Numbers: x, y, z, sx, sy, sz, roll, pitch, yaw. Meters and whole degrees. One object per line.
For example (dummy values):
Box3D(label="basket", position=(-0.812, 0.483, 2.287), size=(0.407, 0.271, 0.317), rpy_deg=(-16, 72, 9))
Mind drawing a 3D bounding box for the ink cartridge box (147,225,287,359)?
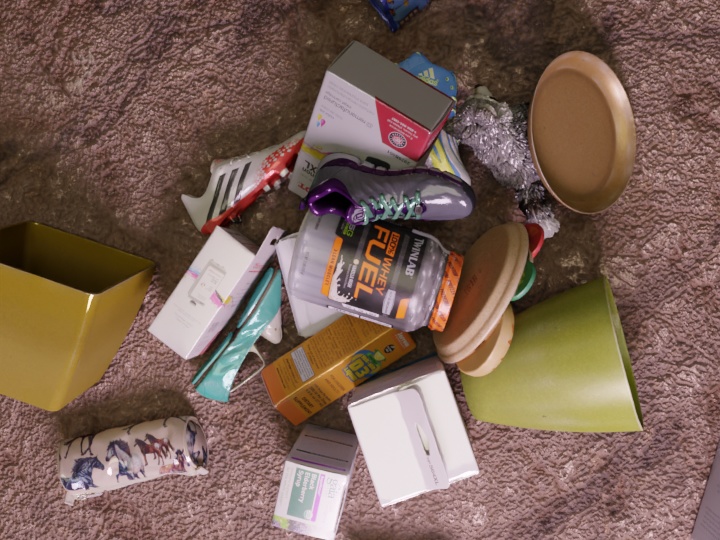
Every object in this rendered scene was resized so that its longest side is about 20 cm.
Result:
Box3D(label="ink cartridge box", position=(-0.182, 0.011, 1.069), size=(0.067, 0.116, 0.201), rpy_deg=(35, 92, 4))

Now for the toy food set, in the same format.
Box3D(label="toy food set", position=(0.155, 0.027, 1.005), size=(0.048, 0.200, 0.200), rpy_deg=(28, 87, -11))

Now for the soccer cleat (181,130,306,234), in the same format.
Box3D(label="soccer cleat", position=(-0.153, -0.130, 1.092), size=(0.199, 0.069, 0.085), rpy_deg=(-41, 88, 7))

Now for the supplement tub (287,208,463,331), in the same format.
Box3D(label="supplement tub", position=(0.019, 0.000, 0.996), size=(0.197, 0.123, 0.125), rpy_deg=(16, 92, 4))

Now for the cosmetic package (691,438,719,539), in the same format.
Box3D(label="cosmetic package", position=(0.509, 0.276, 0.974), size=(0.121, 0.199, 0.203), rpy_deg=(17, 92, 4))

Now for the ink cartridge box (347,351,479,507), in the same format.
Box3D(label="ink cartridge box", position=(0.064, 0.192, 1.008), size=(0.123, 0.200, 0.130), rpy_deg=(-21, 89, 4))

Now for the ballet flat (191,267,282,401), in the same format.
Box3D(label="ballet flat", position=(-0.147, 0.092, 1.098), size=(0.070, 0.067, 0.201), rpy_deg=(34, 96, -12))

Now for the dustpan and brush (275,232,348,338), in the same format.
Box3D(label="dustpan and brush", position=(0.000, 0.000, 1.092), size=(0.197, 0.057, 0.142), rpy_deg=(-13, 99, 11))

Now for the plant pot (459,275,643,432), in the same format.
Box3D(label="plant pot", position=(0.231, 0.123, 1.021), size=(0.197, 0.187, 0.190), rpy_deg=(-15, 89, 19))

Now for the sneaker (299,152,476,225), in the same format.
Box3D(label="sneaker", position=(0.030, -0.074, 0.941), size=(0.197, 0.075, 0.088), rpy_deg=(11, 47, 19))

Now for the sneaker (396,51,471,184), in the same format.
Box3D(label="sneaker", position=(0.103, -0.201, 1.066), size=(0.105, 0.076, 0.201), rpy_deg=(-37, 87, 3))

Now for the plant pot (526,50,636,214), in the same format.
Box3D(label="plant pot", position=(0.275, -0.172, 1.029), size=(0.197, 0.027, 0.204), rpy_deg=(2, 87, -34))

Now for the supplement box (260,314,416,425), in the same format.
Box3D(label="supplement box", position=(-0.028, 0.116, 1.073), size=(0.199, 0.067, 0.069), rpy_deg=(-35, 48, 3))

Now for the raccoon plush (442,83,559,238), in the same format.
Box3D(label="raccoon plush", position=(0.187, -0.135, 1.011), size=(0.096, 0.133, 0.202), rpy_deg=(-36, 77, 35))

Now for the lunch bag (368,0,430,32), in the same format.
Box3D(label="lunch bag", position=(0.036, -0.449, 1.075), size=(0.150, 0.094, 0.201), rpy_deg=(-39, 75, 5))

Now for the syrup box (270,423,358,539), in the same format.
Box3D(label="syrup box", position=(-0.052, 0.257, 1.018), size=(0.080, 0.200, 0.080), rpy_deg=(13, 92, 4))

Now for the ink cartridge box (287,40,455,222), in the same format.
Box3D(label="ink cartridge box", position=(0.008, -0.152, 1.011), size=(0.144, 0.201, 0.083), rpy_deg=(31, 48, 4))

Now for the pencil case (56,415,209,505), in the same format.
Box3D(label="pencil case", position=(-0.303, 0.253, 1.098), size=(0.197, 0.078, 0.091), rpy_deg=(-12, 69, 4))

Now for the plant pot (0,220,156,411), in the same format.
Box3D(label="plant pot", position=(-0.407, 0.062, 1.057), size=(0.197, 0.200, 0.179), rpy_deg=(17, 102, 4))
